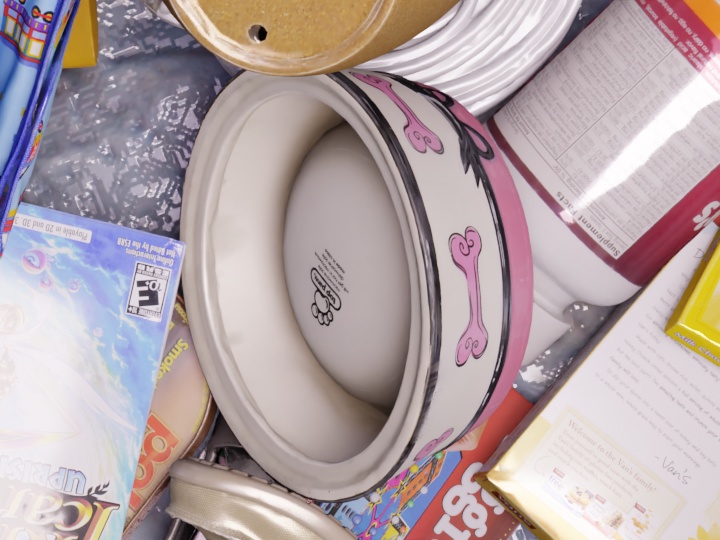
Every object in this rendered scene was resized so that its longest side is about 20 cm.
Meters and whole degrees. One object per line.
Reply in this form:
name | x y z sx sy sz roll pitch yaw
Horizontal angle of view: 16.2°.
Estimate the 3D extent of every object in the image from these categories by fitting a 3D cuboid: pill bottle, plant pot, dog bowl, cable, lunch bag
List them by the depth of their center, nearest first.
plant pot | -0.020 -0.155 1.033 0.186 0.200 0.187 2 115 4
lunch bag | -0.159 -0.100 1.070 0.094 0.151 0.200 7 114 -7
dog bowl | 0.000 0.000 1.142 0.074 0.200 0.201 -10 92 -35
pill bottle | 0.120 -0.054 1.195 0.200 0.110 0.110 -44 92 12
cable | 0.010 -0.162 1.219 0.200 0.069 0.200 38 90 -3

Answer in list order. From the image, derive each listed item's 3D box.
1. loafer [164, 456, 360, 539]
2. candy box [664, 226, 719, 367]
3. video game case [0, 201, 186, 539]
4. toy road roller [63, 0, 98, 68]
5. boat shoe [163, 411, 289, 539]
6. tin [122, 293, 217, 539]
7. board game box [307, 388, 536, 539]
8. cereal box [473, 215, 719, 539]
loafer | -0.017 0.159 1.167 0.200 0.076 0.068 40 76 -20
candy box | 0.235 -0.028 1.219 0.102 0.026 0.200 31 73 -2
video game case | -0.195 0.053 1.156 0.200 0.045 0.182 13 86 -18
toy road roller | -0.192 -0.193 1.203 0.123 0.146 0.200 -3 129 -2
boat shoe | -0.056 0.120 1.230 0.067 0.057 0.200 25 91 -2
tin | -0.149 0.090 1.229 0.112 0.042 0.200 38 91 13
board game box | 0.010 0.133 1.224 0.103 0.019 0.200 39 82 -21
cereal box | 0.173 0.073 1.230 0.144 0.040 0.200 43 80 -3
